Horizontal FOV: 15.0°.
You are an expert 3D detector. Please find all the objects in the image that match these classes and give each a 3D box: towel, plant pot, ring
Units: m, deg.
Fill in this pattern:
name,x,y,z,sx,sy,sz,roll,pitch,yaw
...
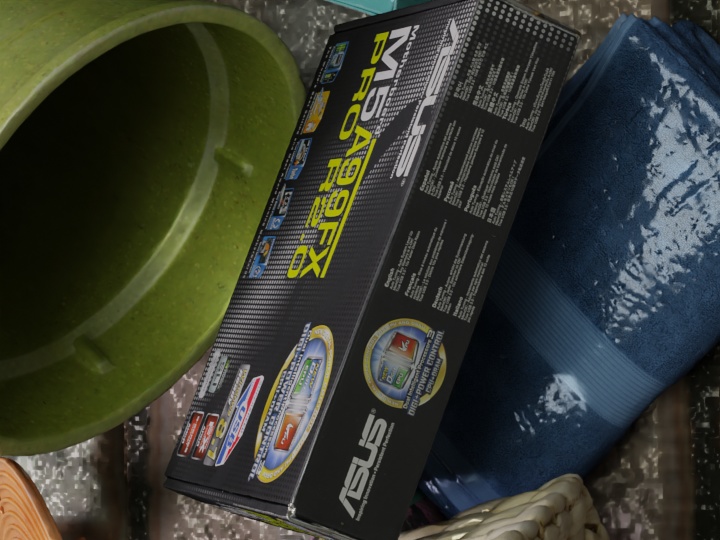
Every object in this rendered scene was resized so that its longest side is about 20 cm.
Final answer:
name,x,y,z,sx,sy,sz,roll,pitch,yaw
towel,0.082,0.005,1.051,0.200,0.048,0.112,-47,68,18
plant pot,-0.155,-0.059,1.109,0.184,0.200,0.201,37,105,31
ring,-0.115,0.171,1.100,0.200,0.019,0.201,167,90,-72

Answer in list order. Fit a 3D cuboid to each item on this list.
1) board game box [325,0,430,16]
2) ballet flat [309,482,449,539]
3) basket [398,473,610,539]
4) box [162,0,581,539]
name,x,y,z,sx,sy,sz,roll,pitch,yaw
board game box,-0.020,-0.216,1.096,0.151,0.047,0.201,20,110,29
ballet flat,-0.033,0.166,1.093,0.069,0.071,0.200,39,106,19
basket,0.006,0.187,0.944,0.199,0.198,0.161,-20,92,21
box,0.000,0.000,1.022,0.201,0.044,0.160,-70,18,-7
